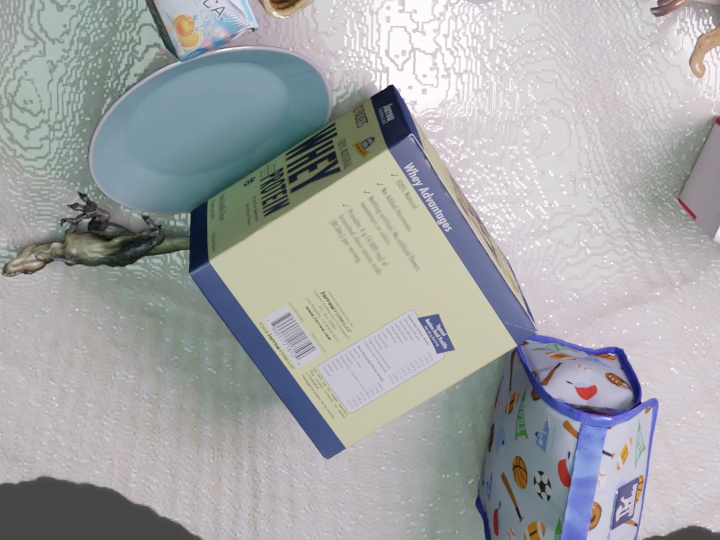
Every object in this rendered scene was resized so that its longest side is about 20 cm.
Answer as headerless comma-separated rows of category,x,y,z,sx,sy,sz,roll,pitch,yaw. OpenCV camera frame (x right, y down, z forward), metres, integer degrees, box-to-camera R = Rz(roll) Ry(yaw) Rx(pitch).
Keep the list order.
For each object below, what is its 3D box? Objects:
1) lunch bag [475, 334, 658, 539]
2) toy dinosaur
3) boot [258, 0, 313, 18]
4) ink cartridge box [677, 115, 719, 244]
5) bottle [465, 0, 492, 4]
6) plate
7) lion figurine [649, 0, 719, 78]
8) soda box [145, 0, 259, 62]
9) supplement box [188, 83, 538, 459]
lunch bag,0.168,0.160,1.340,0.124,0.200,0.170,8,104,-2
toy dinosaur,-0.196,-0.024,1.359,0.200,0.088,0.048,1,66,-3
boot,-0.040,-0.296,1.237,0.073,0.155,0.200,22,107,-28
ink cartridge box,0.370,-0.038,1.315,0.200,0.145,0.084,22,104,-6
bottle,0.121,-0.285,1.247,0.083,0.065,0.200,7,143,-18
plate,-0.119,-0.115,1.301,0.200,0.200,0.026,-28,61,7
lion figurine,0.325,-0.184,1.288,0.122,0.073,0.200,-31,140,32
soda box,-0.125,-0.203,1.241,0.064,0.200,0.068,-24,104,-4
supplement box,0.000,0.000,1.317,0.200,0.134,0.200,-31,112,8
